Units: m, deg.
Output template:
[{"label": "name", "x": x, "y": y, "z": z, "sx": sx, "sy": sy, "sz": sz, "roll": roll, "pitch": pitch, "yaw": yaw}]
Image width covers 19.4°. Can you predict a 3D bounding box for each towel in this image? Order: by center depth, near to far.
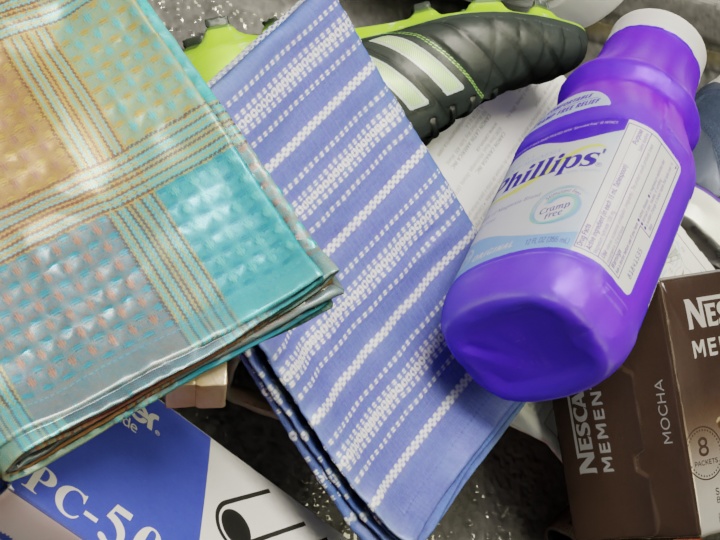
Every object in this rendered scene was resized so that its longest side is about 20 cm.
[{"label": "towel", "x": -0.118, "y": -0.037, "z": 0.769, "sx": 0.146, "sy": 0.022, "sz": 0.200, "roll": -29, "pitch": 72, "yaw": -17}, {"label": "towel", "x": 0.000, "y": 0.000, "z": 0.862, "sx": 0.145, "sy": 0.024, "sz": 0.201, "roll": -48, "pitch": 113, "yaw": -39}]

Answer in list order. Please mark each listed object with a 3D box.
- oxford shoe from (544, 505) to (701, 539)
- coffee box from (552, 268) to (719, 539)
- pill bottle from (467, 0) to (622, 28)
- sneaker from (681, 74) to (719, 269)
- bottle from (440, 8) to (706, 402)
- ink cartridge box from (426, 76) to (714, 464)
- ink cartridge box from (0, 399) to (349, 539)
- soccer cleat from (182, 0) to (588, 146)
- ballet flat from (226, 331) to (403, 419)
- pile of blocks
[{"label": "oxford shoe", "x": 0.142, "y": 0.200, "z": 1.006, "sx": 0.072, "sy": 0.071, "sz": 0.201, "roll": -18, "pitch": 83, "yaw": -34}, {"label": "coffee box", "x": 0.186, "y": 0.053, "z": 0.973, "sx": 0.199, "sy": 0.080, "sz": 0.114, "roll": -6, "pitch": 87, "yaw": -39}, {"label": "pill bottle", "x": 0.041, "y": -0.193, "z": 0.974, "sx": 0.199, "sy": 0.113, "sz": 0.114, "roll": 23, "pitch": 66, "yaw": -35}, {"label": "sneaker", "x": 0.241, "y": -0.018, "z": 1.126, "sx": 0.200, "sy": 0.080, "sz": 0.147, "roll": 46, "pitch": 59, "yaw": -16}, {"label": "bottle", "x": 0.101, "y": -0.035, "z": 0.905, "sx": 0.065, "sy": 0.083, "sz": 0.200, "roll": 49, "pitch": 47, "yaw": -23}, {"label": "ink cartridge box", "x": 0.087, "y": 0.006, "z": 1.008, "sx": 0.200, "sy": 0.050, "sz": 0.162, "roll": 51, "pitch": 52, "yaw": -19}, {"label": "ink cartridge box", "x": -0.069, "y": 0.114, "z": 0.832, "sx": 0.200, "sy": 0.044, "sz": 0.094, "roll": 39, "pitch": 31, "yaw": -27}, {"label": "soccer cleat", "x": 0.011, "y": -0.074, "z": 0.933, "sx": 0.199, "sy": 0.067, "sz": 0.082, "roll": -8, "pitch": 82, "yaw": -20}, {"label": "ballet flat", "x": -0.051, "y": 0.020, "z": 0.881, "sx": 0.200, "sy": 0.076, "sz": 0.064, "roll": 32, "pitch": 94, "yaw": -25}, {"label": "pile of blocks", "x": -0.128, "y": -0.008, "z": 0.800, "sx": 0.082, "sy": 0.062, "sz": 0.200, "roll": -40, "pitch": 75, "yaw": -20}]
